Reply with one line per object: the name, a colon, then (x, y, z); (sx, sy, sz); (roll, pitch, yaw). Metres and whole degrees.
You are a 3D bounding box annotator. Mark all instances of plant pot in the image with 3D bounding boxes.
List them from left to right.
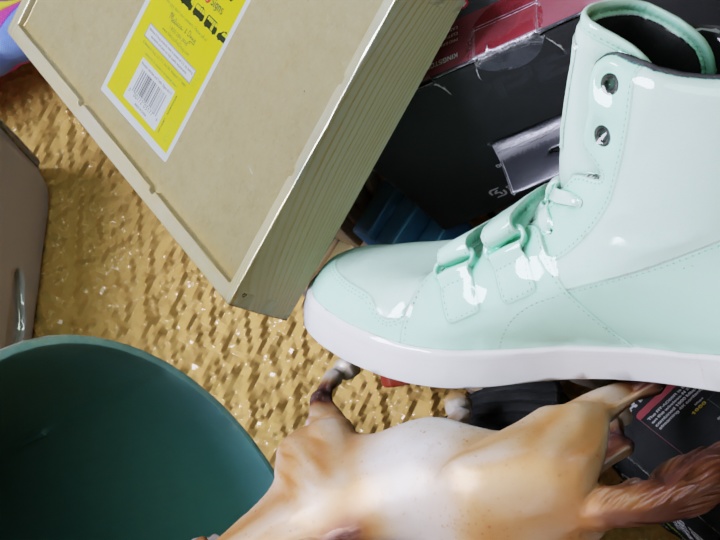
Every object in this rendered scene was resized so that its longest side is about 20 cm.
plant pot: (-0.133, 0.141, 0.786); (0.161, 0.200, 0.201); (-22, 64, 37)

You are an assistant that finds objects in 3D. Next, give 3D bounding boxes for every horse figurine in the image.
horse figurine: (0.035, 0.064, 0.739); (0.199, 0.133, 0.050); (-3, 113, 28)

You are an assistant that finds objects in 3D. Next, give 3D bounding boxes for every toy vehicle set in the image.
toy vehicle set: (-0.051, -0.089, 0.817); (0.125, 0.026, 0.200); (-60, 42, 17)

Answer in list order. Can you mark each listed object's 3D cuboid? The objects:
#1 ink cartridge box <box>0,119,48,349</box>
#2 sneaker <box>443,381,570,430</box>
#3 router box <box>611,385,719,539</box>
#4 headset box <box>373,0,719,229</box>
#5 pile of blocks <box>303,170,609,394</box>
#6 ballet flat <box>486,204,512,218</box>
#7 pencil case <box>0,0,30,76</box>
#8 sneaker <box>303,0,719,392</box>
ink cartridge box: (-0.234, 0.013, 0.913); (0.199, 0.085, 0.145); (-1, 70, 12)
sneaker: (0.041, 0.134, 0.805); (0.074, 0.088, 0.201); (-8, 52, 48)
router box: (0.194, 0.035, 0.776); (0.200, 0.062, 0.150); (-42, 30, -4)
headset box: (0.070, -0.117, 0.810); (0.148, 0.075, 0.201); (-22, 48, 30)
pile of blocks: (0.000, 0.000, 0.864); (0.200, 0.082, 0.062); (29, 79, 20)
ballet flat: (0.102, -0.105, 0.888); (0.067, 0.068, 0.201); (16, 77, 10)
pencil case: (-0.104, -0.137, 0.940); (0.199, 0.088, 0.089); (-22, 67, 2)
sneaker: (0.063, -0.027, 0.725); (0.200, 0.074, 0.119); (0, 111, 33)
